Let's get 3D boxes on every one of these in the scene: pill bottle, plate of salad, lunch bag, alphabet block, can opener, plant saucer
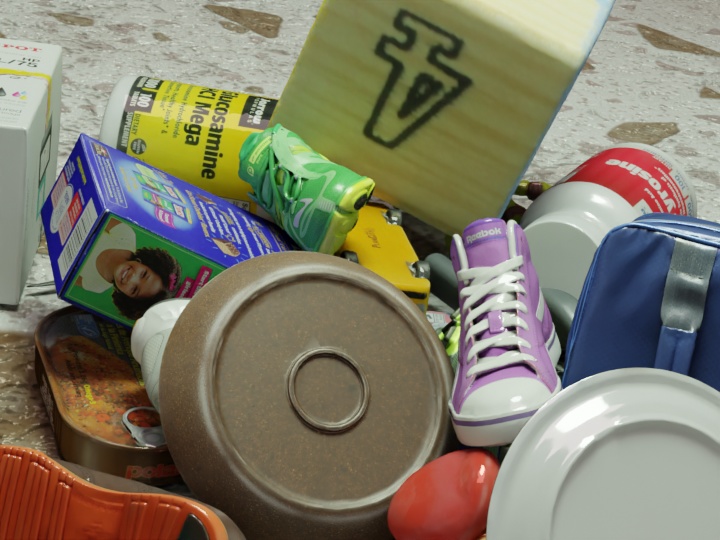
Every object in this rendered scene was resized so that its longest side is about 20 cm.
[{"bbox_3d":[0.195,-0.028,1.440,0.112,0.112,0.200,18,26,21],"label":"pill bottle"},{"bbox_3d":[-0.114,-0.096,1.495,0.200,0.113,0.112,9,25,3],"label":"pill bottle"},{"bbox_3d":[0.158,0.155,0.995,0.200,0.200,0.048,-2,-8,-21],"label":"plate of salad"},{"bbox_3d":[0.203,0.065,1.162,0.136,0.200,0.132,14,7,17],"label":"lunch bag"},{"bbox_3d":[0.069,-0.171,1.424,0.200,0.197,0.195,28,30,3],"label":"alphabet block"},{"bbox_3d":[0.120,0.025,1.331,0.053,0.067,0.200,-10,26,-31],"label":"can opener"},{"bbox_3d":[-0.024,0.077,1.094,0.200,0.034,0.201,8,67,-19],"label":"plant saucer"}]

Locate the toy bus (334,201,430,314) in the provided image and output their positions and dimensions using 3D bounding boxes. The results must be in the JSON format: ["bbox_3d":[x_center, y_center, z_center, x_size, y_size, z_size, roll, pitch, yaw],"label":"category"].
[{"bbox_3d":[0.000,0.000,1.351,0.065,0.078,0.200,7,21,-13],"label":"toy bus"}]

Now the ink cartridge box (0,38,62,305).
[{"bbox_3d":[-0.319,-0.086,1.373,0.146,0.146,0.200,6,24,-5],"label":"ink cartridge box"}]

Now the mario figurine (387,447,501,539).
[{"bbox_3d":[0.110,0.174,1.063,0.200,0.106,0.123,16,-10,-6],"label":"mario figurine"}]

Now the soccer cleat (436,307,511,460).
[{"bbox_3d":[0.081,0.085,1.221,0.084,0.065,0.200,36,35,-8],"label":"soccer cleat"}]

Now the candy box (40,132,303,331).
[{"bbox_3d":[-0.117,-0.002,1.249,0.200,0.077,0.169,24,14,-22],"label":"candy box"}]

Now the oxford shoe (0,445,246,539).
[{"bbox_3d":[-0.162,0.149,1.040,0.200,0.071,0.073,14,-3,20],"label":"oxford shoe"}]

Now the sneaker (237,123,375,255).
[{"bbox_3d":[-0.050,-0.059,1.299,0.084,0.074,0.200,30,1,-20],"label":"sneaker"}]

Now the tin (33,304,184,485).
[{"bbox_3d":[-0.157,0.081,1.197,0.112,0.042,0.200,-5,28,-17],"label":"tin"}]

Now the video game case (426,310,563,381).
[{"bbox_3d":[0.132,0.075,1.316,0.200,0.018,0.143,6,24,-5],"label":"video game case"}]

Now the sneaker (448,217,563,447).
[{"bbox_3d":[0.081,0.031,1.101,0.073,0.114,0.201,-13,16,8],"label":"sneaker"}]

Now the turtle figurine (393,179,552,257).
[{"bbox_3d":[0.120,-0.062,1.550,0.200,0.065,0.161,6,25,-5],"label":"turtle figurine"}]

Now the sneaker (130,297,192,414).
[{"bbox_3d":[-0.047,0.073,1.146,0.200,0.076,0.092,0,38,-12],"label":"sneaker"}]

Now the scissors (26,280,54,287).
[{"bbox_3d":[-0.169,-0.002,1.403,0.200,0.014,0.073,-2,29,-19],"label":"scissors"}]
